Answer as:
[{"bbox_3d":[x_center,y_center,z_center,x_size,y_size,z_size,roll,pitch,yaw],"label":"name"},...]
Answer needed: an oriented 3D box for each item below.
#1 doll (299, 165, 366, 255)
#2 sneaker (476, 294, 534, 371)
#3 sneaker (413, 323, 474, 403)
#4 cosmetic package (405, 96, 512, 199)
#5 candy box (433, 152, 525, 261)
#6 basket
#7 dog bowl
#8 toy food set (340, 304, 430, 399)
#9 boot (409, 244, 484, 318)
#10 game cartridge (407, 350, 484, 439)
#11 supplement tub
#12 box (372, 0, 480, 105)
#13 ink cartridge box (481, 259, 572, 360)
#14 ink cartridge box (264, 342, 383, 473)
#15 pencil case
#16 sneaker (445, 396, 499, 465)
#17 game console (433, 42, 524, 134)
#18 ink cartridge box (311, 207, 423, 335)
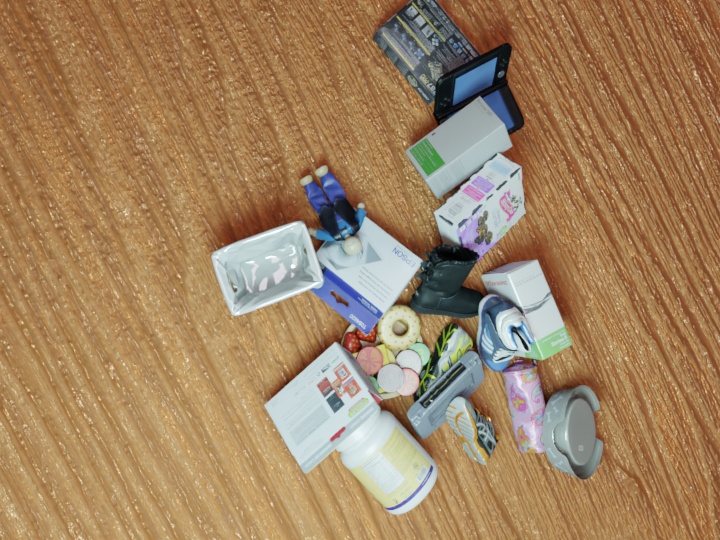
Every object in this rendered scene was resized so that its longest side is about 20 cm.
[{"bbox_3d":[-0.057,-0.117,1.325,0.136,0.048,0.201,-31,75,-1],"label":"doll"},{"bbox_3d":[0.314,0.162,1.338,0.080,0.147,0.202,-16,117,-12],"label":"sneaker"},{"bbox_3d":[0.186,0.220,1.377,0.076,0.075,0.201,31,86,-14],"label":"sneaker"},{"bbox_3d":[0.212,-0.264,1.349,0.199,0.085,0.108,-37,55,8],"label":"cosmetic package"},{"bbox_3d":[0.265,-0.125,1.359,0.200,0.168,0.071,-43,55,-10],"label":"candy box"},{"bbox_3d":[-0.180,-0.006,1.267,0.198,0.123,0.137,-20,91,2],"label":"basket"},{"bbox_3d":[0.474,0.358,1.395,0.199,0.058,0.203,8,79,-44],"label":"dog bowl"},{"bbox_3d":[0.053,0.185,1.363,0.198,0.049,0.200,-16,91,-12],"label":"toy food set"},{"bbox_3d":[0.208,0.022,1.337,0.196,0.164,0.074,3,43,-20],"label":"boot"},{"bbox_3d":[0.187,0.272,1.350,0.200,0.134,0.040,-41,53,-12],"label":"game cartridge"},{"bbox_3d":[0.049,0.387,1.303,0.145,0.145,0.200,-43,96,-10],"label":"supplement tub"},{"bbox_3d":[0.151,-0.506,1.414,0.161,0.049,0.200,-44,96,-12],"label":"box"},{"bbox_3d":[0.363,0.085,1.382,0.083,0.145,0.202,-23,93,-12],"label":"ink cartridge box"},{"bbox_3d":[-0.064,0.281,1.252,0.200,0.084,0.176,-41,56,3],"label":"ink cartridge box"},{"bbox_3d":[0.377,0.307,1.409,0.086,0.087,0.203,-13,90,-12],"label":"pencil case"},{"bbox_3d":[0.248,0.336,1.366,0.077,0.078,0.201,-43,129,-22],"label":"sneaker"},{"bbox_3d":[0.276,-0.377,1.403,0.199,0.176,0.117,-30,65,-12],"label":"game console"},{"bbox_3d":[0.000,0.000,1.342,0.199,0.041,0.201,37,81,6],"label":"ink cartridge box"}]
